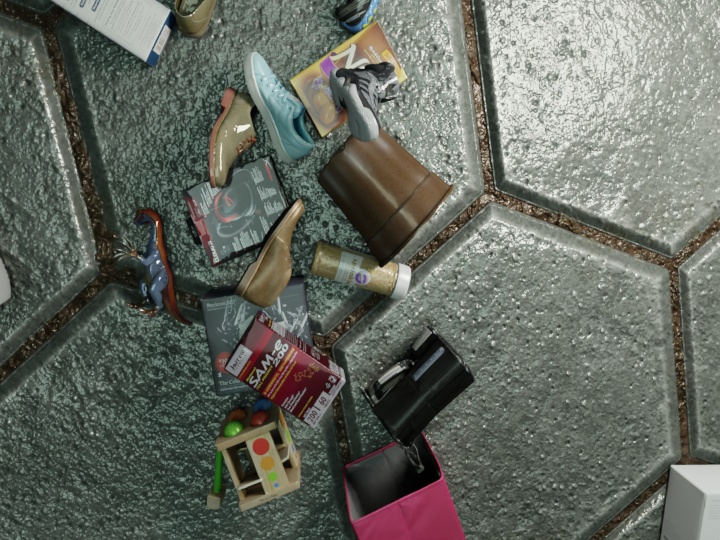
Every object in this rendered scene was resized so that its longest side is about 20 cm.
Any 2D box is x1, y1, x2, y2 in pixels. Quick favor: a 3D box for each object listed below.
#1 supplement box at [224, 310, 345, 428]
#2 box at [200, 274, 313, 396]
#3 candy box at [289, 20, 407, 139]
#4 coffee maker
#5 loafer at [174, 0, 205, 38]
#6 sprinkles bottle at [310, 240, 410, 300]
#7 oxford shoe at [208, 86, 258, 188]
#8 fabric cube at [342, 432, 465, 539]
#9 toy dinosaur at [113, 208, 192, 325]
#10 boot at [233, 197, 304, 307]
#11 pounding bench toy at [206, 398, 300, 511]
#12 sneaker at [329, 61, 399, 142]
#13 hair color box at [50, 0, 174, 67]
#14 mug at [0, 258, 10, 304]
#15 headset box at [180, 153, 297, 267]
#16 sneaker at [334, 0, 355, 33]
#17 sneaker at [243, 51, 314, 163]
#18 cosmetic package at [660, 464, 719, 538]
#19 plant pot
[{"bbox_3d":[-0.134,0.179,0.969,0.197,0.061,0.110,35,95,-10],"label":"supplement box"},{"bbox_3d":[-0.192,0.121,1.036,0.192,0.104,0.190,-9,99,-5],"label":"box"},{"bbox_3d":[-0.023,-0.354,1.006,0.197,0.056,0.119,-34,100,-2],"label":"candy box"},{"bbox_3d":[0.130,0.244,1.058,0.199,0.135,0.193,-42,76,1],"label":"coffee maker"},{"bbox_3d":[-0.277,-0.518,0.945,0.073,0.067,0.207,14,97,-8],"label":"loafer"},{"bbox_3d":[0.000,0.000,1.057,0.193,0.068,0.071,16,97,-8],"label":"sprinkles bottle"},{"bbox_3d":[-0.224,-0.236,0.957,0.072,0.071,0.207,11,69,-8],"label":"oxford shoe"},{"bbox_3d":[0.091,0.490,1.078,0.194,0.196,0.205,-23,100,-2],"label":"fabric cube"},{"bbox_3d":[-0.396,-0.014,1.027,0.197,0.103,0.188,25,81,-47],"label":"toy dinosaur"},{"bbox_3d":[-0.145,-0.030,0.956,0.074,0.074,0.204,30,91,-12],"label":"boot"},{"bbox_3d":[-0.233,0.362,1.058,0.194,0.124,0.161,-21,101,-2],"label":"pounding bench toy"},{"bbox_3d":[0.021,-0.294,0.904,0.110,0.203,0.077,-18,136,-8],"label":"sneaker"},{"bbox_3d":[-0.434,-0.461,0.940,0.196,0.061,0.102,31,94,-10],"label":"hair color box"},{"bbox_3d":[-0.730,0.007,0.951,0.195,0.149,0.179,-20,110,28],"label":"mug"},{"bbox_3d":[-0.232,-0.109,1.010,0.194,0.075,0.153,-23,101,-2],"label":"headset box"},{"bbox_3d":[0.015,-0.540,0.972,0.081,0.071,0.204,25,98,-15],"label":"sneaker"},{"bbox_3d":[-0.140,-0.305,0.981,0.079,0.074,0.205,-15,112,24],"label":"sneaker"},{"bbox_3d":[0.805,0.558,1.204,0.191,0.123,0.209,2,100,-6],"label":"cosmetic package"},{"bbox_3d":[0.037,-0.150,0.982,0.198,0.200,0.201,44,92,-4],"label":"plant pot"}]
